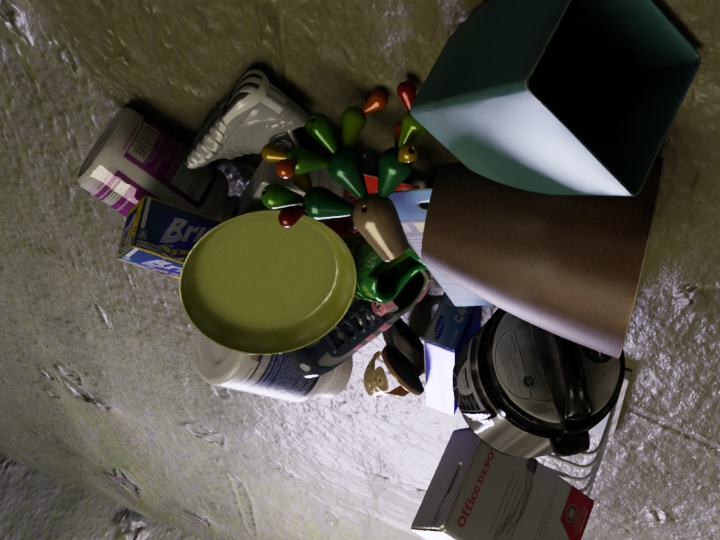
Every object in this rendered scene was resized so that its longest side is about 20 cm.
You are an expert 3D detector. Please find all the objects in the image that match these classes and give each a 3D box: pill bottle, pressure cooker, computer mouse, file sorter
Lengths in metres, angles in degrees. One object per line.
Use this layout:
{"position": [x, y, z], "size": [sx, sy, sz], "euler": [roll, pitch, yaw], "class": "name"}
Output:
{"position": [-0.107, 0.107, 1.583], "size": [0.110, 0.112, 0.199], "euler": [-3, 164, 45], "class": "pill bottle"}
{"position": [0.208, 0.113, 1.424], "size": [0.175, 0.179, 0.200], "euler": [35, 159, 3], "class": "pressure cooker"}
{"position": [0.012, 0.047, 1.561], "size": [0.200, 0.034, 0.059], "euler": [50, -166, 3], "class": "computer mouse"}
{"position": [0.257, 0.204, 1.613], "size": [0.138, 0.125, 0.201], "euler": [18, 154, 15], "class": "file sorter"}
{"position": [-0.231, -0.097, 1.496], "size": [0.199, 0.113, 0.112], "euler": [35, 153, -19], "class": "pill bottle"}

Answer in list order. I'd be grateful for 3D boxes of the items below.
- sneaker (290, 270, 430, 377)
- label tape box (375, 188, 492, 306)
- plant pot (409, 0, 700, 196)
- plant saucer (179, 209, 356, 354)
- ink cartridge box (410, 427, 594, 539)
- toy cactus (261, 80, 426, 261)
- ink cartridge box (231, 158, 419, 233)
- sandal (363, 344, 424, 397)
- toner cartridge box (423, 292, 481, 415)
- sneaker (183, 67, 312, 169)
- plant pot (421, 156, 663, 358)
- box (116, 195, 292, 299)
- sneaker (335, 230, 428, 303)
{"position": [0.002, 0.051, 1.476], "size": [0.070, 0.200, 0.082], "euler": [51, 159, -3], "class": "sneaker"}
{"position": [0.126, -0.044, 1.324], "size": [0.142, 0.066, 0.200], "euler": [-3, 140, 36], "class": "label tape box"}
{"position": [0.143, -0.152, 1.034], "size": [0.141, 0.142, 0.199], "euler": [39, 159, -27], "class": "plant pot"}
{"position": [-0.104, 0.009, 1.388], "size": [0.198, 0.031, 0.201], "euler": [-5, 126, -6], "class": "plant saucer"}
{"position": [0.181, 0.308, 1.566], "size": [0.199, 0.146, 0.083], "euler": [36, 156, -20], "class": "ink cartridge box"}
{"position": [-0.002, -0.085, 1.239], "size": [0.199, 0.102, 0.166], "euler": [-29, 104, 12], "class": "toy cactus"}
{"position": [-0.046, -0.065, 1.401], "size": [0.172, 0.044, 0.200], "euler": [14, 161, -13], "class": "ink cartridge box"}
{"position": [0.039, 0.141, 1.627], "size": [0.078, 0.069, 0.212], "euler": [53, -169, 1], "class": "sandal"}
{"position": [0.117, 0.100, 1.577], "size": [0.043, 0.096, 0.201], "euler": [18, 153, 14], "class": "toner cartridge box"}
{"position": [-0.116, -0.137, 1.365], "size": [0.115, 0.076, 0.200], "euler": [30, 153, -16], "class": "sneaker"}
{"position": [0.162, -0.032, 1.153], "size": [0.198, 0.188, 0.187], "euler": [12, 153, 10], "class": "plant pot"}
{"position": [-0.174, -0.019, 1.431], "size": [0.198, 0.065, 0.070], "euler": [18, 160, -23], "class": "box"}
{"position": [0.000, 0.000, 1.431], "size": [0.199, 0.084, 0.074], "euler": [-26, 137, 26], "class": "sneaker"}
